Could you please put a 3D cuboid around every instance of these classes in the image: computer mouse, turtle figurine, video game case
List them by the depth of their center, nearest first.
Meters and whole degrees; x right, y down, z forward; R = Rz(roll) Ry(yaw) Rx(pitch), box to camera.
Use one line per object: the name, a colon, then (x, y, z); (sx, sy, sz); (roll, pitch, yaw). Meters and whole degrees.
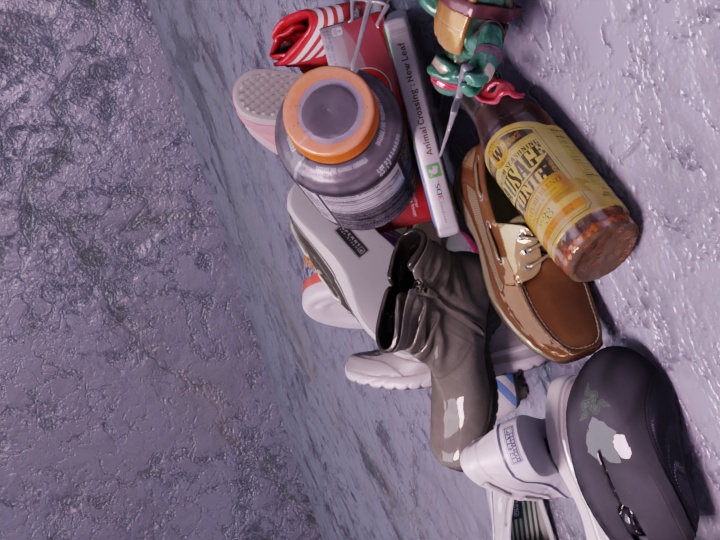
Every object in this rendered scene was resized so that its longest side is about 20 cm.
turtle figurine: (0.067, -0.195, 0.779); (0.150, 0.100, 0.201); (37, 127, 36)
computer mouse: (0.206, 0.157, 0.805); (0.138, 0.053, 0.201); (-24, 81, 49)
video game case: (0.054, -0.139, 0.964); (0.200, 0.022, 0.183); (-82, -23, -75)

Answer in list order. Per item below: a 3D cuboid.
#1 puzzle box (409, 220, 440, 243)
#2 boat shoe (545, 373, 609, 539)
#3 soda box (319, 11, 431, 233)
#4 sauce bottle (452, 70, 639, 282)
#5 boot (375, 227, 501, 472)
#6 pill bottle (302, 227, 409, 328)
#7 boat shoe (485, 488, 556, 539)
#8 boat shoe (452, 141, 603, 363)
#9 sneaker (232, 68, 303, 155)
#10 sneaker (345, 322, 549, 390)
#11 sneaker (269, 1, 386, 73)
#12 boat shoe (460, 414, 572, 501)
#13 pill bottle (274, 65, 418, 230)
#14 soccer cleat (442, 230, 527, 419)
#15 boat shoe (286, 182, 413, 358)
puzzle box: (0.063, -0.005, 1.164); (0.200, 0.025, 0.134); (98, 175, -64)
boat shoe: (0.211, 0.179, 0.886); (0.068, 0.072, 0.201); (-26, 73, 49)
soda box: (0.018, -0.140, 1.034); (0.070, 0.063, 0.201); (-71, -34, -81)
sauce bottle: (0.129, -0.081, 0.807); (0.066, 0.066, 0.200); (85, 158, -51)
boot: (0.059, 0.070, 0.927); (0.068, 0.130, 0.201); (4, 85, 46)
pill bottle: (-0.003, -0.048, 1.157); (0.112, 0.111, 0.201); (101, 173, -66)
boat shoe: (0.180, 0.309, 1.180); (0.067, 0.073, 0.201); (-152, 44, -75)
boat shoe: (0.133, -0.022, 0.867); (0.074, 0.075, 0.201); (104, 143, -62)
sneaker: (-0.033, -0.156, 1.125); (0.105, 0.199, 0.076); (116, 164, -78)
sneaker: (0.079, 0.068, 1.034); (0.075, 0.199, 0.082); (12, -112, -71)
sneaker: (-0.045, -0.229, 1.146); (0.200, 0.115, 0.079); (116, 149, -66)
boat shoe: (0.145, 0.166, 0.944); (0.200, 0.065, 0.074); (32, -141, -55)
pill bottle: (-0.011, -0.103, 0.896); (0.200, 0.106, 0.107); (53, -167, -78)
soccer cleat: (0.104, 0.063, 1.081); (0.070, 0.086, 0.201); (-157, 48, -72)
boat shoe: (0.000, 0.000, 1.010); (0.200, 0.071, 0.064); (55, 161, 14)
